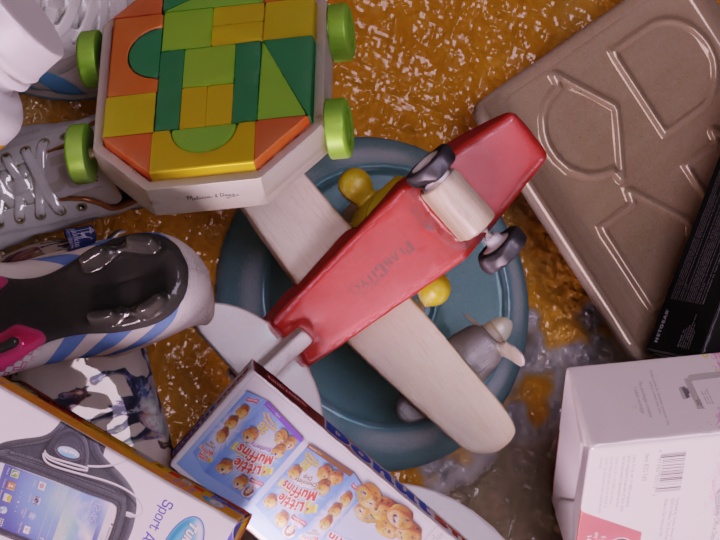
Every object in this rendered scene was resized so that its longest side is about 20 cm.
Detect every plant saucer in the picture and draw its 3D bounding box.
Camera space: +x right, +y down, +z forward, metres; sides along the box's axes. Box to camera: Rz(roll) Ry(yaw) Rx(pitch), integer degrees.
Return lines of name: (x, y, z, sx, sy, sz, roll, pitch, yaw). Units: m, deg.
plant saucer: (0.013, 0.017, 1.627, 0.199, 0.027, 0.202, 4, 78, -19)

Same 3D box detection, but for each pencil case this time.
pencil case: (-0.143, 0.078, 1.531, 0.089, 0.078, 0.201, -19, 87, -7)

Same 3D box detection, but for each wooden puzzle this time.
wooden puzzle: (0.180, -0.067, 1.696, 0.200, 0.046, 0.186, -35, 94, -27)

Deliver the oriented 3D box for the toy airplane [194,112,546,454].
toy airplane: (0.000, 0.000, 1.552, 0.197, 0.141, 0.202, 4, 107, 1)

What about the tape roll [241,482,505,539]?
tape roll: (0.003, 0.222, 1.563, 0.201, 0.071, 0.204, 3, 80, -20)

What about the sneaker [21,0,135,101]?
sneaker: (-0.188, -0.143, 1.552, 0.198, 0.081, 0.077, 1, 78, -21)

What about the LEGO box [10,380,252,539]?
LEGO box: (-0.171, 0.180, 1.452, 0.148, 0.077, 0.201, 29, 91, 5)

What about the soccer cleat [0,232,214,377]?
soccer cleat: (-0.171, 0.028, 1.462, 0.198, 0.086, 0.070, -9, 74, 15)

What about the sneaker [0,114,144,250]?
sneaker: (-0.184, -0.054, 1.537, 0.199, 0.085, 0.073, -17, 88, -20)

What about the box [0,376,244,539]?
box: (-0.153, 0.140, 1.394, 0.199, 0.041, 0.120, 30, 91, 2)

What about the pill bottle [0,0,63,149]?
pill bottle: (-0.256, -0.080, 1.459, 0.200, 0.109, 0.109, -39, 96, 10)

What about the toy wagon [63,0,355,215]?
toy wagon: (-0.081, -0.117, 1.507, 0.154, 0.040, 0.201, -5, 52, 8)

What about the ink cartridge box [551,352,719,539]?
ink cartridge box: (0.218, 0.109, 1.611, 0.198, 0.117, 0.068, -4, 44, -8)

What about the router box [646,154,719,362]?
router box: (0.276, -0.012, 1.674, 0.157, 0.052, 0.201, 28, 81, -34)

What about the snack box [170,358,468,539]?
snack box: (-0.007, 0.140, 1.507, 0.200, 0.024, 0.072, 41, 100, -10)
